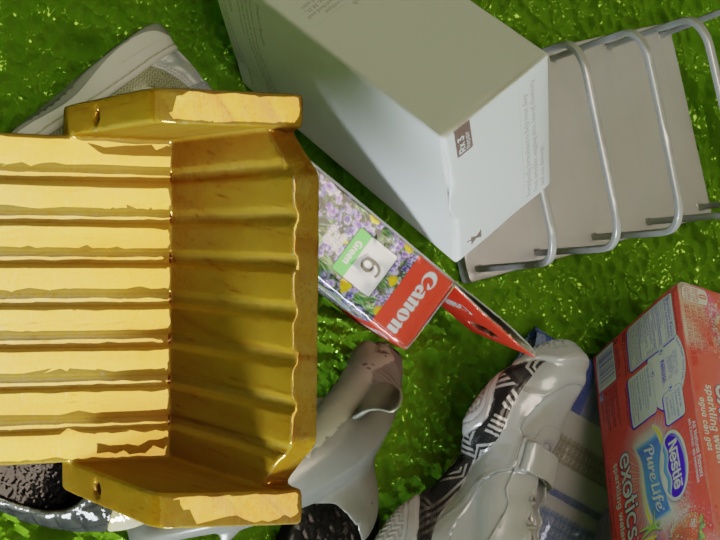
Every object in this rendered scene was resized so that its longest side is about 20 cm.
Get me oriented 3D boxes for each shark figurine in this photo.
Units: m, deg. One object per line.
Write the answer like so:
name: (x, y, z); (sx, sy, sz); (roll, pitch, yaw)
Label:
shark figurine: (-0.035, 0.128, 0.725); (0.214, 0.128, 0.090); (-34, 109, -18)

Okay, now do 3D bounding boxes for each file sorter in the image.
file sorter: (0.162, -0.085, 0.808); (0.198, 0.124, 0.140); (-15, 93, -21)

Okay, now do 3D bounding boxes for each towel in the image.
towel: (0.131, 0.156, 0.838); (0.146, 0.024, 0.201); (30, 77, -18)

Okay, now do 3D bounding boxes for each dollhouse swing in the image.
dollhouse swing: (-0.140, 0.015, 0.599); (0.175, 0.181, 0.202); (1, 91, -35)

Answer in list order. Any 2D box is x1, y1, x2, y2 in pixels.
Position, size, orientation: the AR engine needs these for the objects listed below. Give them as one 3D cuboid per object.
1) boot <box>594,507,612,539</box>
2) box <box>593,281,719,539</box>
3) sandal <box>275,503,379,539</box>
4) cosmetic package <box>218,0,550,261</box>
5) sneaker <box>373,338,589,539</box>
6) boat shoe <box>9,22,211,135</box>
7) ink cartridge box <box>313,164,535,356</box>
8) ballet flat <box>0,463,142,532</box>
boot: (0.119, 0.238, 0.783); (0.130, 0.070, 0.202); (13, 76, -17)
box: (0.216, 0.123, 0.768); (0.094, 0.103, 0.201); (15, 52, -18)
sandal: (-0.050, 0.221, 0.758); (0.075, 0.048, 0.201); (39, 63, -14)
cosmetic package: (0.010, -0.112, 0.703); (0.081, 0.113, 0.200); (-40, 62, -17)
sneaker: (0.098, 0.145, 0.752); (0.115, 0.075, 0.200); (37, 86, 29)
boat shoe: (-0.166, -0.056, 0.708); (0.065, 0.074, 0.202); (46, 66, -7)
ink cartridge box: (0.000, 0.000, 0.738); (0.200, 0.109, 0.050); (39, 85, -15)
ballet flat: (-0.199, 0.097, 0.681); (0.198, 0.057, 0.067); (21, 82, -9)
